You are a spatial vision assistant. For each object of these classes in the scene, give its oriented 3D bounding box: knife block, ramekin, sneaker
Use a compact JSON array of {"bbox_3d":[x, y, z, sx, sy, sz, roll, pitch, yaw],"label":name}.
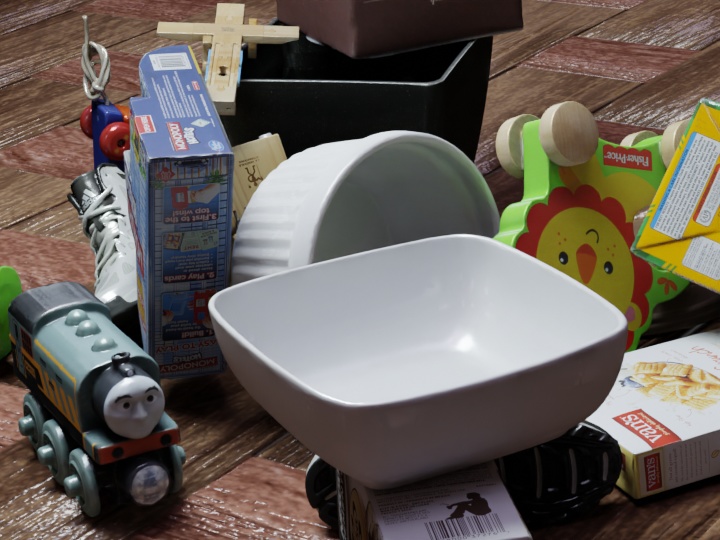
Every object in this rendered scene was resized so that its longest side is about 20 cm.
[{"bbox_3d":[-0.080,-0.010,1.574,0.064,0.176,0.200,-18,1,-24],"label":"knife block"},{"bbox_3d":[0.000,0.000,1.430,0.105,0.200,0.200,5,22,45],"label":"ramekin"},{"bbox_3d":[-0.202,-0.015,1.586,0.076,0.115,0.201,-41,6,18],"label":"sneaker"},{"bbox_3d":[0.066,0.117,1.285,0.200,0.074,0.079,-2,17,6],"label":"sneaker"}]

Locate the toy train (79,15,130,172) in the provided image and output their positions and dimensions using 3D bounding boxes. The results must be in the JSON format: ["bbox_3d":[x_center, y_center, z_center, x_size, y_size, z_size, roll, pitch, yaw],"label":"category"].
[{"bbox_3d":[-0.184,-0.130,1.781,0.116,0.200,0.085,-8,21,-21],"label":"toy train"}]

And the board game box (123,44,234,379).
[{"bbox_3d":[-0.135,-0.034,1.459,0.062,0.200,0.200,-4,28,-12],"label":"board game box"}]

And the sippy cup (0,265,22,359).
[{"bbox_3d":[-0.344,0.004,1.565,0.178,0.131,0.140,-4,21,3],"label":"sippy cup"}]

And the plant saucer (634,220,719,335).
[{"bbox_3d":[0.206,0.001,1.604,0.200,0.030,0.200,-4,21,1],"label":"plant saucer"}]

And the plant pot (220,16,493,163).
[{"bbox_3d":[0.001,-0.106,1.710,0.199,0.178,0.200,2,22,17],"label":"plant pot"}]

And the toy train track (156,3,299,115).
[{"bbox_3d":[-0.107,-0.161,1.600,0.114,0.033,0.200,2,28,-2],"label":"toy train track"}]

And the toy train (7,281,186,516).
[{"bbox_3d":[-0.181,0.084,1.355,0.085,0.114,0.200,-14,24,-22],"label":"toy train"}]

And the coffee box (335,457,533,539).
[{"bbox_3d":[0.039,0.156,1.137,0.080,0.113,0.200,-7,21,-7],"label":"coffee box"}]

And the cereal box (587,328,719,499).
[{"bbox_3d":[0.234,0.088,1.364,0.200,0.040,0.144,-13,22,-21],"label":"cereal box"}]

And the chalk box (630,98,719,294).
[{"bbox_3d":[0.311,-0.029,1.461,0.124,0.125,0.200,27,5,35],"label":"chalk box"}]

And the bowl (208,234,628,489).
[{"bbox_3d":[0.033,0.054,1.142,0.199,0.075,0.200,-15,23,-24],"label":"bowl"}]

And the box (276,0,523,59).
[{"bbox_3d":[0.026,-0.300,1.683,0.164,0.200,0.166,-14,24,-22],"label":"box"}]

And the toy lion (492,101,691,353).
[{"bbox_3d":[0.175,-0.019,1.471,0.200,0.192,0.069,3,-9,-38],"label":"toy lion"}]
